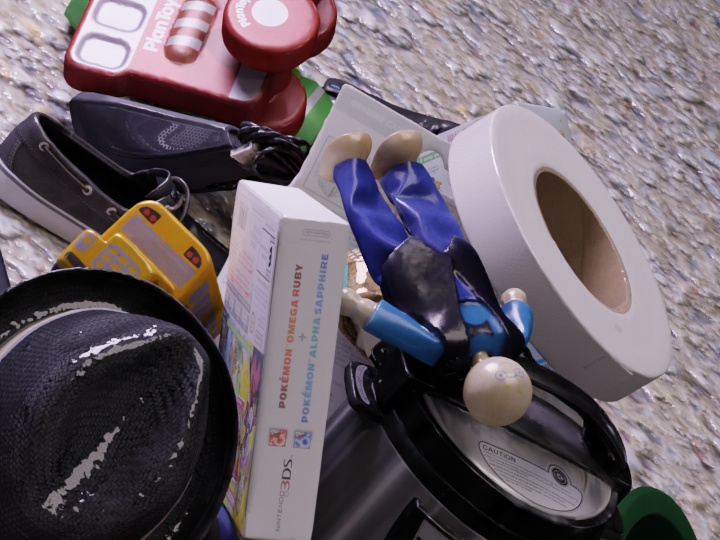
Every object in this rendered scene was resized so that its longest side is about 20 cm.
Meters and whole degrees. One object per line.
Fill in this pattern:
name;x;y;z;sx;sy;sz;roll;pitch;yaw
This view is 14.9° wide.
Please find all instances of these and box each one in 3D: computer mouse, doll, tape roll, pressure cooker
computer mouse;-0.115;-0.075;1.857;0.200;0.053;0.138;14;-5;28
doll;0.040;0.009;1.598;0.136;0.048;0.200;-4;54;-38
tape roll;0.128;-0.011;1.747;0.203;0.037;0.203;46;26;-30
pressure cooker;0.055;0.130;1.667;0.179;0.200;0.176;50;27;17

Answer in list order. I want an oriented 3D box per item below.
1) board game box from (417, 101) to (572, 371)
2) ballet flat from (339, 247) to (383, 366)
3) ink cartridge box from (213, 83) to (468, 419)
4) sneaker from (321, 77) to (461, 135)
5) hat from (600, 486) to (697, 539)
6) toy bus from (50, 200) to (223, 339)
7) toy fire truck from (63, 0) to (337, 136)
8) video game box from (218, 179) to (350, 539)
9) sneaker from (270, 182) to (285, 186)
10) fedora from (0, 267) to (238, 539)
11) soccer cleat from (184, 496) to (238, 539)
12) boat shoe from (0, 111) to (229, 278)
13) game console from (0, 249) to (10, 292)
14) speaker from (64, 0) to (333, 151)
board game box;0.087;0.003;1.887;0.064;0.147;0.200;6;69;-49
ballet flat;0.047;0.073;1.773;0.200;0.070;0.065;46;32;-16
ink cartridge box;0.000;0.000;1.810;0.160;0.200;0.047;29;-4;-22
sneaker;0.014;-0.095;2.061;0.112;0.073;0.200;27;-4;-17
hat;0.121;0.225;1.806;0.200;0.176;0.166;-39;118;-55
toy bus;-0.129;0.015;1.658;0.065;0.078;0.200;45;-9;10
toy fire truck;-0.104;-0.189;1.929;0.168;0.112;0.200;16;55;3
video game box;-0.051;0.048;1.604;0.047;0.182;0.200;8;6;-10
sneaker;-0.015;-0.033;1.990;0.200;0.078;0.085;32;19;-36
fedora;-0.141;0.089;1.481;0.200;0.092;0.201;5;79;-25
soccer cleat;-0.139;0.112;1.617;0.200;0.065;0.084;51;-2;29
boat shoe;-0.148;-0.042;1.815;0.200;0.066;0.070;32;27;-17
game console;-0.252;-0.013;1.566;0.171;0.118;0.200;12;38;-31
speaker;-0.116;-0.152;2.012;0.200;0.088;0.088;39;26;-4
